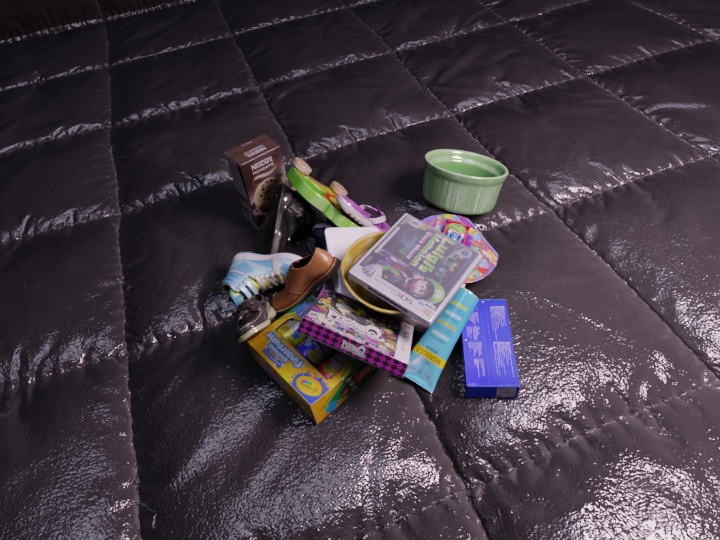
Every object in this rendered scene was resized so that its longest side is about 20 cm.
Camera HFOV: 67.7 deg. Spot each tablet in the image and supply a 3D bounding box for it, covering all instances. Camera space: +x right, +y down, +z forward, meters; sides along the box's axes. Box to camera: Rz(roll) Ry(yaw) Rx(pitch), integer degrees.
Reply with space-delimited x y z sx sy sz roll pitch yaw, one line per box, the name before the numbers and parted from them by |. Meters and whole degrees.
tablet | 0.000 0.000 1.132 0.129 0.014 0.201 -2 69 -23

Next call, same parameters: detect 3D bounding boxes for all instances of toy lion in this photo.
toy lion | -0.069 -0.152 1.229 0.069 0.200 0.192 -49 45 15

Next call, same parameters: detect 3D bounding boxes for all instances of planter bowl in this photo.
planter bowl | 0.059 0.023 1.055 0.199 0.084 0.201 3 51 -3

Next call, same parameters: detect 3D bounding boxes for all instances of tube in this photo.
tube | 0.153 0.126 1.019 0.077 0.050 0.201 29 79 22

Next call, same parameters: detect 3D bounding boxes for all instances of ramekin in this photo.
ramekin | 0.243 -0.212 1.288 0.198 0.098 0.200 7 29 -4

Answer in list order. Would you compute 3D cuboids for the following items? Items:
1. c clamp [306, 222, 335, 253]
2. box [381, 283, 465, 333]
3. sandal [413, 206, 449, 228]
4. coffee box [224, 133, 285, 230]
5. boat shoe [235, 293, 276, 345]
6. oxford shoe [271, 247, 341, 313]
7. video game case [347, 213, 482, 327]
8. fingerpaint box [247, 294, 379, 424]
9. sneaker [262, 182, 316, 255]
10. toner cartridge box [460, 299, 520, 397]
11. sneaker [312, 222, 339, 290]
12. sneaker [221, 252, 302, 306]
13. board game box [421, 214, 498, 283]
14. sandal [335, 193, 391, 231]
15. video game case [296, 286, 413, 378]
c clamp | -0.055 -0.092 1.301 0.170 0.027 0.200 27 54 22
box | 0.141 0.038 1.125 0.143 0.036 0.201 19 51 10
sandal | 0.130 -0.074 1.252 0.200 0.045 0.075 -46 50 -13
coffee box | -0.243 -0.214 1.315 0.113 0.201 0.080 -32 50 -21
boat shoe | -0.214 0.090 1.048 0.072 0.066 0.201 -32 6 4
oxford shoe | -0.129 0.018 1.110 0.200 0.071 0.072 -40 24 29
video game case | 0.106 -0.009 1.016 0.181 0.023 0.200 32 55 19
fingerpaint box | -0.089 0.161 1.027 0.167 0.074 0.200 -36 52 -25
sneaker | -0.165 -0.100 1.282 0.114 0.076 0.201 21 68 -28
toner cartridge box | 0.240 0.144 1.023 0.094 0.043 0.201 0 47 5
sneaker | -0.052 -0.021 1.183 0.200 0.070 0.108 35 59 17
sneaker | -0.209 0.028 1.169 0.199 0.080 0.131 1 44 21
board game box | 0.207 -0.064 1.164 0.157 0.039 0.201 -18 56 -19
sandal | 0.025 -0.125 1.214 0.050 0.202 0.083 -46 54 16
video game case | -0.001 0.107 0.986 0.199 0.036 0.181 24 17 2
